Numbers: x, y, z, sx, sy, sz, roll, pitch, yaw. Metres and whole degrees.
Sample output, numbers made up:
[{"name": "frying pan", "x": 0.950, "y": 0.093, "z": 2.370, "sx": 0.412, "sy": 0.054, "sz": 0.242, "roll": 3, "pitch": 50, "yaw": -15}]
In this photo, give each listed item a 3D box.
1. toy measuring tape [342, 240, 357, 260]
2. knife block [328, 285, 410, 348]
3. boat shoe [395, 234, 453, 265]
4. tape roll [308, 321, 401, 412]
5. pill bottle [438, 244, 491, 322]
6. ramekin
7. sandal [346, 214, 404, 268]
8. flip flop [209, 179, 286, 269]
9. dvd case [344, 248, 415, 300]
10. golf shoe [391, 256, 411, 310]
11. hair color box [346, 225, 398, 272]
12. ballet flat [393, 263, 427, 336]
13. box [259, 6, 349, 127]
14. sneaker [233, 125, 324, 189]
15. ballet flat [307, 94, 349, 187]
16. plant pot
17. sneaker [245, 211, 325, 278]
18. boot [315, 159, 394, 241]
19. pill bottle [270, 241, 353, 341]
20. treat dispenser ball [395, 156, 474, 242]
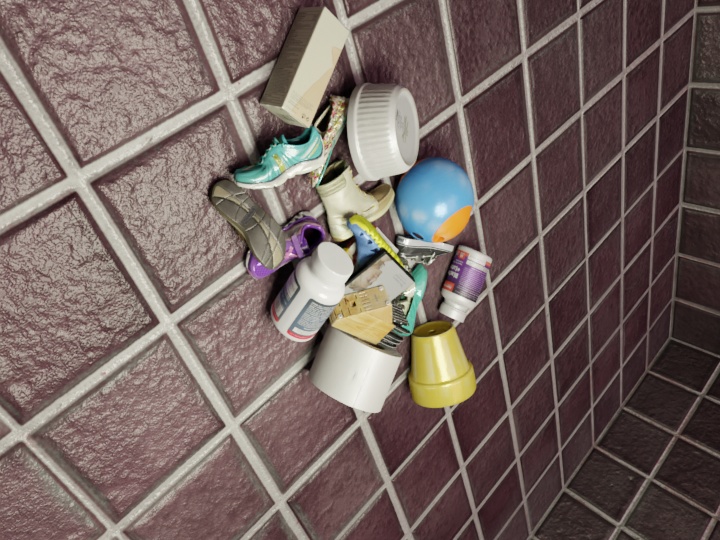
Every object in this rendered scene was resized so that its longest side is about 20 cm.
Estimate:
[{"name": "toy measuring tape", "x": -0.049, "y": -0.042, "z": 1.236, "sx": 0.202, "sy": 0.072, "sz": 0.074, "roll": -53, "pitch": 133, "yaw": -19}, {"name": "knife block", "x": 0.022, "y": 0.129, "z": 1.247, "sx": 0.192, "sy": 0.065, "sz": 0.180, "roll": -14, "pitch": 134, "yaw": -12}, {"name": "boat shoe", "x": 0.172, "y": -0.051, "z": 1.431, "sx": 0.194, "sy": 0.073, "sz": 0.071, "roll": 1, "pitch": 105, "yaw": -41}, {"name": "tape roll", "x": -0.013, "y": 0.230, "z": 1.281, "sx": 0.199, "sy": 0.200, "sz": 0.144, "roll": 23, "pitch": 93, "yaw": -44}, {"name": "pill bottle", "x": 0.302, "y": 0.040, "z": 1.561, "sx": 0.109, "sy": 0.110, "sz": 0.207, "roll": 19, "pitch": 93, "yaw": -44}, {"name": "ramekin", "x": 0.057, "y": -0.302, "z": 1.151, "sx": 0.198, "sy": 0.101, "sz": 0.210, "roll": -4, "pitch": 94, "yaw": -65}, {"name": "sandal", "x": 0.024, "y": -0.042, "z": 1.211, "sx": 0.086, "sy": 0.080, "sz": 0.201, "roll": -36, "pitch": 127, "yaw": 7}, {"name": "flip flop", "x": -0.222, "y": -0.090, "z": 1.053, "sx": 0.201, "sy": 0.057, "sz": 0.082, "roll": 48, "pitch": 66, "yaw": -19}, {"name": "dvd case", "x": 0.017, "y": 0.048, "z": 1.230, "sx": 0.198, "sy": 0.018, "sz": 0.142, "roll": -38, "pitch": 135, "yaw": 14}, {"name": "golf shoe", "x": 0.075, "y": 0.052, "z": 1.354, "sx": 0.075, "sy": 0.088, "sz": 0.207, "roll": -13, "pitch": 124, "yaw": -31}, {"name": "hair color box", "x": 0.000, "y": 0.000, "z": 1.300, "sx": 0.110, "sy": 0.063, "sz": 0.204, "roll": 38, "pitch": 80, "yaw": -44}, {"name": "ballet flat", "x": 0.128, "y": 0.082, "z": 1.446, "sx": 0.068, "sy": 0.067, "sz": 0.208, "roll": 6, "pitch": 104, "yaw": -32}, {"name": "box", "x": -0.109, "y": -0.393, "z": 1.027, "sx": 0.077, "sy": 0.094, "sz": 0.206, "roll": 24, "pitch": 91, "yaw": -45}, {"name": "sneaker", "x": -0.162, "y": -0.222, "z": 1.037, "sx": 0.195, "sy": 0.077, "sz": 0.082, "roll": -29, "pitch": 134, "yaw": -19}, {"name": "ballet flat", "x": -0.078, "y": -0.279, "z": 1.128, "sx": 0.062, "sy": 0.075, "sz": 0.206, "roll": 25, "pitch": 83, "yaw": -13}, {"name": "plant pot", "x": 0.223, "y": 0.259, "z": 1.529, "sx": 0.196, "sy": 0.198, "sz": 0.196, "roll": -22, "pitch": 104, "yaw": -34}, {"name": "sneaker", "x": -0.152, "y": -0.050, "z": 1.123, "sx": 0.198, "sy": 0.087, "sz": 0.083, "roll": -38, "pitch": 129, "yaw": -24}, {"name": "boot", "x": -0.010, "y": -0.184, "z": 1.214, "sx": 0.198, "sy": 0.071, "sz": 0.158, "roll": -38, "pitch": 128, "yaw": -23}, {"name": "pill bottle", "x": -0.100, "y": 0.044, "z": 1.127, "sx": 0.117, "sy": 0.122, "sz": 0.201, "roll": 3, "pitch": 137, "yaw": -42}, {"name": "treat dispenser ball", "x": 0.181, "y": -0.172, "z": 1.305, "sx": 0.196, "sy": 0.198, "sz": 0.209, "roll": -17, "pitch": 118, "yaw": -36}]
